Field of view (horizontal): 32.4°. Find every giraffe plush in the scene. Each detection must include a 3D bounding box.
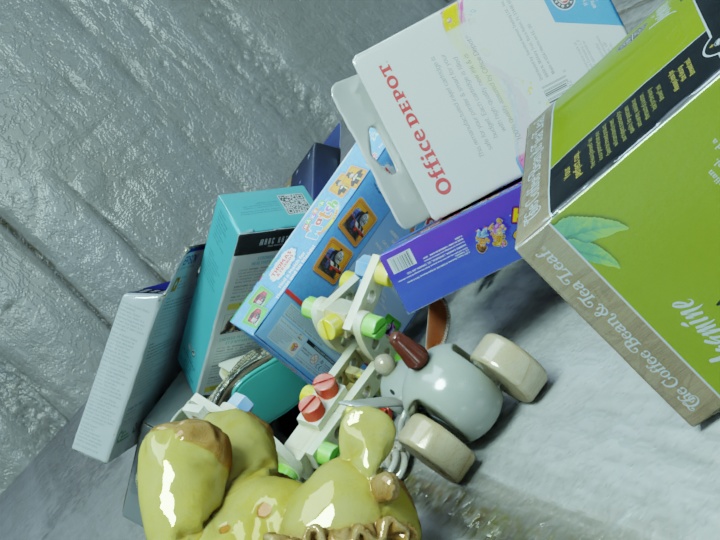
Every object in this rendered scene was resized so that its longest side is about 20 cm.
[{"bbox_3d":[-0.035,0.155,0.731,0.162,0.173,0.200,-19,10,21],"label":"giraffe plush"}]

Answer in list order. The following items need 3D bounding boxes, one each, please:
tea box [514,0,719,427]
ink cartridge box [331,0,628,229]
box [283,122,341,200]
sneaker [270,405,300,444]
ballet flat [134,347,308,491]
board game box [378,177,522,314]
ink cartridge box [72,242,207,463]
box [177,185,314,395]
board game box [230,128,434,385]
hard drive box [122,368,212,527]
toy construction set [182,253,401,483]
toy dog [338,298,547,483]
[{"bbox_3d":[0.194,-0.064,0.634,0.197,0.134,0.200,-41,12,23],"label":"tea box"},{"bbox_3d":[0.092,-0.127,0.895,0.200,0.129,0.125,-26,2,8],"label":"ink cartridge box"},{"bbox_3d":[-0.054,-0.031,1.160,0.121,0.032,0.200,132,146,-53],"label":"box"},{"bbox_3d":[-0.013,0.077,1.116,0.200,0.070,0.078,-51,12,15],"label":"sneaker"},{"bbox_3d":[-0.116,0.120,1.053,0.200,0.068,0.075,-46,41,-19],"label":"ballet flat"},{"bbox_3d":[0.117,-0.041,0.868,0.200,0.045,0.134,-27,2,10],"label":"board game box"},{"bbox_3d":[-0.180,0.058,1.123,0.200,0.041,0.200,-24,-44,-81],"label":"ink cartridge box"},{"bbox_3d":[-0.097,0.021,1.067,0.082,0.049,0.200,-8,-42,-30],"label":"box"},{"bbox_3d":[0.000,0.000,1.028,0.037,0.151,0.200,27,78,42],"label":"board game box"},{"bbox_3d":[-0.139,0.140,1.194,0.200,0.077,0.156,-56,-9,-44],"label":"hard drive box"},{"bbox_3d":[-0.034,0.090,0.944,0.200,0.131,0.092,-40,46,-20],"label":"toy construction set"},{"bbox_3d":[0.036,0.074,0.839,0.132,0.096,0.200,-52,12,-30],"label":"toy dog"}]
